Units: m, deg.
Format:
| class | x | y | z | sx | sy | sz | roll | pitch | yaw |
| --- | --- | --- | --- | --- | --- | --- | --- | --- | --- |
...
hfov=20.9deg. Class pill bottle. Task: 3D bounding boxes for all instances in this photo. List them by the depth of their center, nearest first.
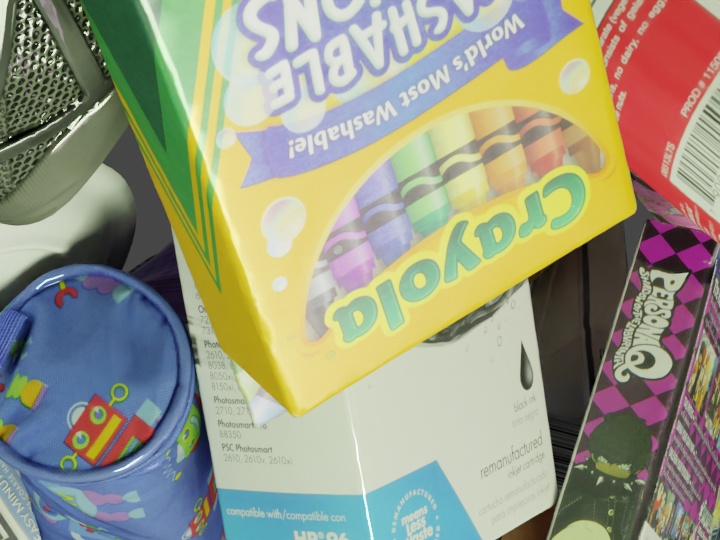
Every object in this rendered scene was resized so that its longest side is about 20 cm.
| class | x | y | z | sx | sy | sz | roll | pitch | yaw |
| --- | --- | --- | --- | --- | --- | --- | --- | --- | --- |
| pill bottle | 0.115 | -0.093 | 0.694 | 0.112 | 0.200 | 0.112 | -34 | 151 | -22 |

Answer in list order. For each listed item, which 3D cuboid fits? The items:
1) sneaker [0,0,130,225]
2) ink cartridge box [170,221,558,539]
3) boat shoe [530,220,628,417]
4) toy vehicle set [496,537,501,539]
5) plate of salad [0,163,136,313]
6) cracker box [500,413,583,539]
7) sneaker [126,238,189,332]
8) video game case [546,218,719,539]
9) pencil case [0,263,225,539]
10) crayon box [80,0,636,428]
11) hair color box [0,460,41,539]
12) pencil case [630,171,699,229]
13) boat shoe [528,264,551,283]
| class | x | y | z | sx | sy | sz | roll | pitch | yaw |
| --- | --- | --- | --- | --- | --- | --- | --- | --- | --- |
| sneaker | -0.086 | -0.100 | 0.537 | 0.199 | 0.076 | 0.114 | -49 | 154 | 18 |
| ink cartridge box | 0.000 | 0.000 | 0.672 | 0.068 | 0.200 | 0.116 | -2 | -169 | 37 |
| boat shoe | 0.088 | 0.005 | 0.882 | 0.065 | 0.074 | 0.200 | -5 | -161 | 7 |
| toy vehicle set | -0.038 | 0.115 | 0.927 | 0.200 | 0.124 | 0.027 | -28 | -153 | 24 |
| plate of salad | -0.167 | 0.023 | 0.691 | 0.200 | 0.048 | 0.200 | -35 | 160 | -15 |
| cracker box | 0.119 | 0.139 | 0.939 | 0.200 | 0.058 | 0.134 | 32 | 73 | -66 |
| sneaker | -0.016 | -0.046 | 0.761 | 0.200 | 0.089 | 0.080 | -33 | -158 | -11 |
| video game case | 0.120 | 0.096 | 0.790 | 0.200 | 0.036 | 0.182 | 45 | 62 | -66 |
| pencil case | -0.095 | 0.068 | 0.736 | 0.200 | 0.087 | 0.078 | 89 | 20 | -67 |
| crayon box | 0.003 | -0.050 | 0.546 | 0.126 | 0.052 | 0.200 | -31 | 127 | -17 |
| hair color box | -0.168 | 0.159 | 0.880 | 0.200 | 0.109 | 0.065 | -45 | 159 | 13 |
| pencil case | 0.184 | -0.069 | 1.038 | 0.083 | 0.086 | 0.200 | -69 | 161 | -8 |
| boat shoe | 0.018 | 0.012 | 0.824 | 0.200 | 0.072 | 0.072 | -46 | -170 | -23 |
